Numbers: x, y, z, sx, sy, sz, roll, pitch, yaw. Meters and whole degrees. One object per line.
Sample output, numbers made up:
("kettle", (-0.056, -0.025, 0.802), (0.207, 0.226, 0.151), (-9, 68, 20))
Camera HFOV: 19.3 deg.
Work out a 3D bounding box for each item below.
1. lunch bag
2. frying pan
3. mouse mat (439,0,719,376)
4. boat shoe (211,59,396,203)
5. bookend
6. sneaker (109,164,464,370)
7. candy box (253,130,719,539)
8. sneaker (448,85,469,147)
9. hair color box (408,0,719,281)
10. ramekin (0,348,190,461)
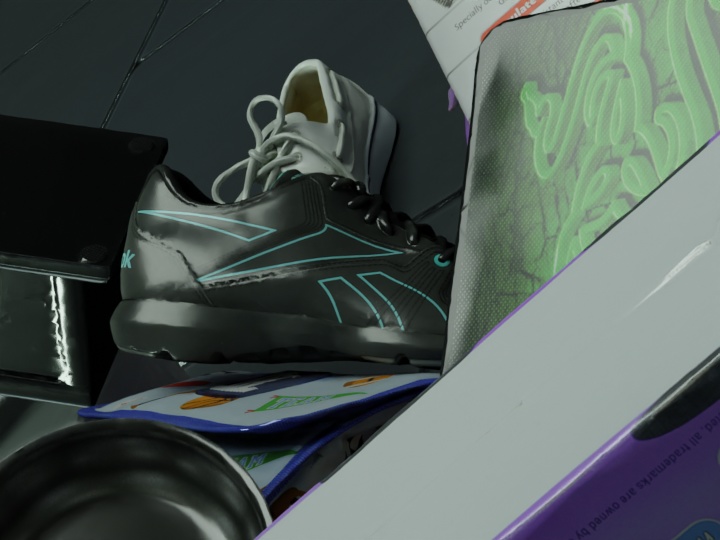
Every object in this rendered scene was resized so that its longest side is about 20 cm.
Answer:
("lunch bag", (-0.052, 0.111, 0.810), (0.200, 0.124, 0.170), (-48, 25, -27))
("frying pan", (-0.065, 0.127, 0.670), (0.115, 0.031, 0.190), (-26, 56, -12))
("mouse mat", (0.096, -0.008, 0.734), (0.161, 0.008, 0.201), (-7, 66, 38))
("boat shoe", (-0.032, -0.051, 1.095), (0.075, 0.086, 0.202), (-35, 24, 29))
("bookend", (-0.190, 0.031, 0.955), (0.092, 0.198, 0.200), (-73, -11, -48))
("sneaker", (0.000, 0.000, 0.827), (0.075, 0.199, 0.080), (35, -122, -82))
("candy box", (0.099, 0.087, 0.452), (0.168, 0.200, 0.072), (-42, 23, 14))
("sneaker", (0.071, -0.062, 0.918), (0.080, 0.088, 0.200), (-25, 32, 41))
("hair color box", (0.101, -0.072, 0.807), (0.111, 0.064, 0.200), (-39, 51, 21))
("ramekin", (-0.149, 0.113, 1.025), (0.202, 0.094, 0.203), (-39, 23, 21))
